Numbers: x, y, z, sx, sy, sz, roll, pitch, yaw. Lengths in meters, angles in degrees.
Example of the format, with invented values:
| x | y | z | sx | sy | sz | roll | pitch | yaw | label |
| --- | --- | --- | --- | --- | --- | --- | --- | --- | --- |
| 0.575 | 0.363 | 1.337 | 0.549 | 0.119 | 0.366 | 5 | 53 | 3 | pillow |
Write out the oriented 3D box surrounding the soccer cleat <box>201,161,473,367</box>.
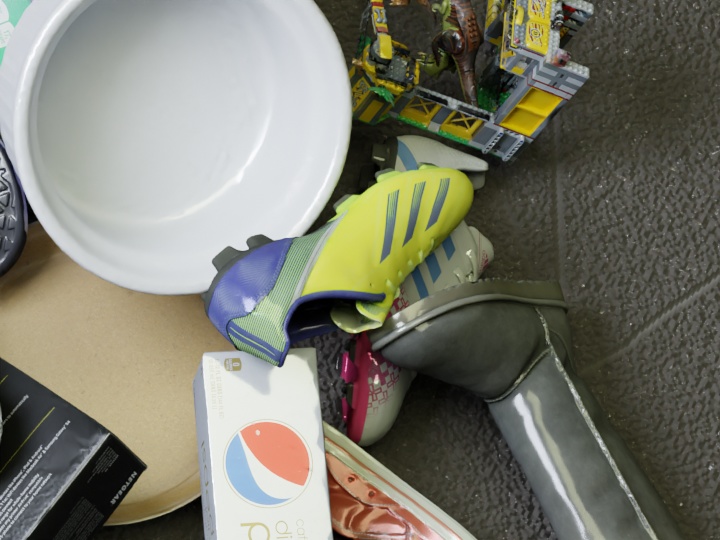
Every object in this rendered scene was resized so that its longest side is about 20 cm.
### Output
| x | y | z | sx | sy | sz | roll | pitch | yaw | label |
| --- | --- | --- | --- | --- | --- | --- | --- | --- | --- |
| 0.000 | 0.001 | 1.666 | 0.200 | 0.065 | 0.084 | -26 | 57 | -37 | soccer cleat |

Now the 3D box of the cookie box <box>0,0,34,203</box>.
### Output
| x | y | z | sx | sy | sz | roll | pitch | yaw | label |
| --- | --- | --- | --- | --- | --- | --- | --- | --- | --- |
| -0.132 | -0.149 | 1.762 | 0.199 | 0.075 | 0.172 | -24 | 108 | -14 | cookie box |

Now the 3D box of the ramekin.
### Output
| x | y | z | sx | sy | sz | roll | pitch | yaw | label |
| --- | --- | --- | --- | --- | --- | --- | --- | --- | --- |
| -0.113 | -0.095 | 1.687 | 0.200 | 0.098 | 0.201 | -6 | 107 | -19 | ramekin |

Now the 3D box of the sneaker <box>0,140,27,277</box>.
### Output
| x | y | z | sx | sy | sz | roll | pitch | yaw | label |
| --- | --- | --- | --- | --- | --- | --- | --- | --- | --- |
| -0.256 | -0.084 | 1.764 | 0.072 | 0.083 | 0.201 | -30 | 83 | 1 | sneaker |

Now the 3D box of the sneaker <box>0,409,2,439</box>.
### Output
| x | y | z | sx | sy | sz | roll | pitch | yaw | label |
| --- | --- | --- | --- | --- | --- | --- | --- | --- | --- |
| -0.285 | 0.040 | 1.617 | 0.115 | 0.075 | 0.200 | 2 | 37 | -40 | sneaker |

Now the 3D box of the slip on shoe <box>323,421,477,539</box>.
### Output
| x | y | z | sx | sy | sz | roll | pitch | yaw | label |
| --- | --- | --- | --- | --- | --- | --- | --- | --- | --- |
| 0.022 | 0.158 | 1.699 | 0.200 | 0.074 | 0.061 | 36 | 81 | 13 | slip on shoe |

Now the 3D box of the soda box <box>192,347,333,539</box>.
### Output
| x | y | z | sx | sy | sz | roll | pitch | yaw | label |
| --- | --- | --- | --- | --- | --- | --- | --- | --- | --- |
| -0.052 | 0.147 | 1.642 | 0.068 | 0.064 | 0.201 | -3 | 75 | -10 | soda box |

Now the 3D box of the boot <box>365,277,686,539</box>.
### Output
| x | y | z | sx | sy | sz | roll | pitch | yaw | label |
| --- | --- | --- | --- | --- | --- | --- | --- | --- | --- |
| 0.102 | 0.105 | 1.689 | 0.181 | 0.072 | 0.201 | -5 | 71 | -46 | boot |

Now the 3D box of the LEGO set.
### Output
| x | y | z | sx | sy | sz | roll | pitch | yaw | label |
| --- | --- | --- | --- | --- | --- | --- | --- | --- | --- |
| 0.073 | -0.171 | 1.780 | 0.153 | 0.116 | 0.201 | 26 | 51 | -13 | LEGO set |

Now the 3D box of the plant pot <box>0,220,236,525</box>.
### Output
| x | y | z | sx | sy | sz | roll | pitch | yaw | label |
| --- | --- | --- | --- | --- | --- | --- | --- | --- | --- |
| -0.154 | 0.060 | 1.745 | 0.199 | 0.028 | 0.201 | 2 | 68 | -5 | plant pot |

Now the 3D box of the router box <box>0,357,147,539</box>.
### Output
| x | y | z | sx | sy | sz | roll | pitch | yaw | label |
| --- | --- | --- | --- | --- | --- | --- | --- | --- | --- |
| -0.236 | 0.146 | 1.640 | 0.149 | 0.051 | 0.200 | 30 | 77 | 37 | router box |

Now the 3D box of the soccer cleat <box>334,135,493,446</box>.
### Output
| x | y | z | sx | sy | sz | roll | pitch | yaw | label |
| --- | --- | --- | --- | --- | --- | --- | --- | --- | --- |
| 0.036 | 0.012 | 1.758 | 0.086 | 0.070 | 0.201 | 10 | 69 | -7 | soccer cleat |
